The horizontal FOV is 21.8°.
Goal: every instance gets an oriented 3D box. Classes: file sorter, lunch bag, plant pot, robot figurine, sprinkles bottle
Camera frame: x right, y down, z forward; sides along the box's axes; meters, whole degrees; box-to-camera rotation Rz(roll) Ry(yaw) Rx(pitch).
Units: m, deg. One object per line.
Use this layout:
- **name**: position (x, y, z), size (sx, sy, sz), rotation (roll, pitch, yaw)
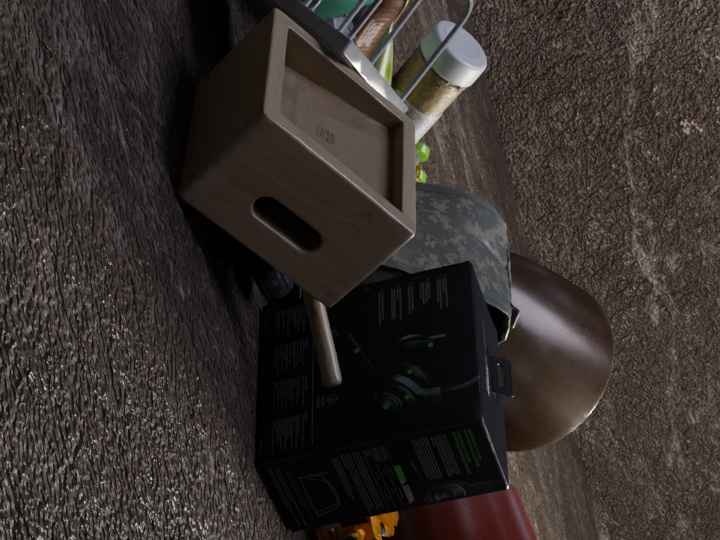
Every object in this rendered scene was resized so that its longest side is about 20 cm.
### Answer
- **file sorter**: position (-0.021, -0.251, 1.577), size (0.200, 0.125, 0.139), rotation (39, 0, 28)
- **lunch bag**: position (0.040, 0.000, 1.662), size (0.165, 0.198, 0.119), rotation (-86, -173, -57)
- **plant pot**: position (0.124, 0.053, 1.836), size (0.200, 0.185, 0.189), rotation (40, 36, -47)
- **plant pot**: position (0.104, 0.316, 1.763), size (0.201, 0.199, 0.197), rotation (59, 13, -59)
- **robot figurine**: position (-0.005, 0.197, 1.631), size (0.200, 0.058, 0.146), rotation (-71, 147, -71)
- **sprinkles bottle**: position (0.044, -0.164, 1.913), size (0.068, 0.200, 0.069), rotation (29, 33, -22)

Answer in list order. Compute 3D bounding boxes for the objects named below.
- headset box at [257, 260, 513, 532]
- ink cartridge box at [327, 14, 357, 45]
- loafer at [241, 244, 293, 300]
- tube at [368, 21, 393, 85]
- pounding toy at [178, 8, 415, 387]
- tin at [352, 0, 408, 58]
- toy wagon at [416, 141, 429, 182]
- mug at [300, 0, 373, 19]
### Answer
- **headset box**: position (0.024, 0.099, 1.515), size (0.175, 0.198, 0.093), rotation (-92, 165, -45)
- **ink cartridge box**: position (-0.044, -0.228, 1.871), size (0.116, 0.066, 0.202), rotation (37, 42, -75)
- **loafer**: position (-0.065, -0.064, 1.572), size (0.068, 0.070, 0.202), rotation (68, 15, -47)
- **tube**: position (0.000, -0.142, 1.829), size (0.052, 0.058, 0.202), rotation (34, 64, -30)
- **pounding toy**: position (-0.044, -0.056, 1.463), size (0.199, 0.142, 0.185), rotation (38, 30, -24)
- **tin**: position (-0.002, -0.290, 1.949), size (0.200, 0.041, 0.113), rotation (-51, -126, 53)
- **toy wagon**: position (0.040, -0.061, 2.003), size (0.200, 0.039, 0.157), rotation (93, 10, -68)
- **mug**: position (-0.038, -0.318, 1.741), size (0.183, 0.114, 0.154), rotation (-2, 86, -36)
